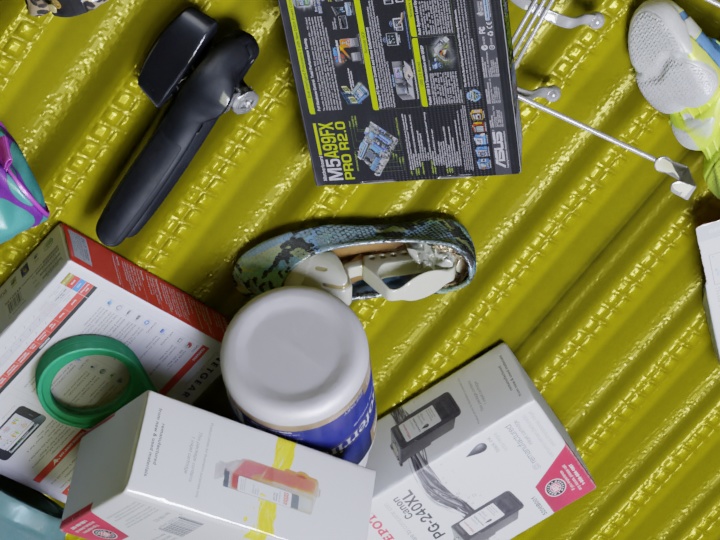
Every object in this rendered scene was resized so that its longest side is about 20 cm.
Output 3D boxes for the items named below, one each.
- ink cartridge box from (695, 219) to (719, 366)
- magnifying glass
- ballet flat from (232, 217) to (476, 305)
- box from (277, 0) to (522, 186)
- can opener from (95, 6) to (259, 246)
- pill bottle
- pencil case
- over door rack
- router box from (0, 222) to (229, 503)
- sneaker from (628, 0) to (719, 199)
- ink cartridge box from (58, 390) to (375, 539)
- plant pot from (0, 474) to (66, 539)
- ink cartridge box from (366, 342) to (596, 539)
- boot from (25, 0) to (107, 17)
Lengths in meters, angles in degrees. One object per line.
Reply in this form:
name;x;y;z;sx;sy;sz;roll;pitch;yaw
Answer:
ink cartridge box;0.375;-0.002;1.669;0.161;0.057;0.201;-18;128;4
magnifying glass;-0.171;0.110;1.516;0.080;0.022;0.199;-44;127;17
ballet flat;0.000;0.000;1.525;0.198;0.074;0.075;-11;130;-12
box;0.030;-0.155;1.392;0.159;0.044;0.201;-3;131;10
can opener;-0.136;-0.098;1.410;0.063;0.079;0.201;-26;152;-56
pill bottle;-0.045;0.105;1.532;0.115;0.116;0.200;-18;153;-6
pencil case;-0.325;-0.032;1.364;0.199;0.086;0.092;-26;160;0
over door rack;0.198;-0.166;1.440;0.199;0.067;0.148;28;117;-3
router box;-0.227;0.082;1.517;0.200;0.049;0.179;-45;129;17
sneaker;0.286;-0.151;1.525;0.105;0.075;0.201;-47;122;-25
ink cartridge box;-0.109;0.176;1.471;0.199;0.084;0.145;22;152;-22
plant pot;-0.312;0.225;1.525;0.200;0.200;0.135;32;85;-37
ink cartridge box;0.084;0.179;1.690;0.199;0.084;0.145;-32;131;6
boot;-0.234;-0.230;1.251;0.199;0.073;0.151;-27;132;-6
